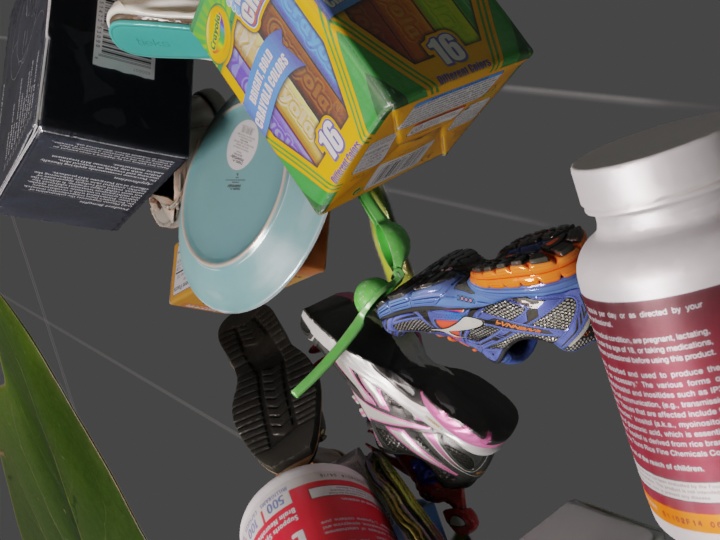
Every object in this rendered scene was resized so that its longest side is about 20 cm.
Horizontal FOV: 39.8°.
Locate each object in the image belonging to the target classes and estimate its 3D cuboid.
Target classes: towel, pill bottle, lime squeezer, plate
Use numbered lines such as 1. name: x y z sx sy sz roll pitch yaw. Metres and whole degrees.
1. towel: 0.072 0.234 0.762 0.200 0.023 0.144 58 173 -29
2. pill bottle: -0.011 0.236 0.691 0.200 0.112 0.112 -124 25 -57
3. lime squeezer: 0.000 0.000 0.739 0.038 0.071 0.200 156 125 -68
4. pill bottle: 0.176 0.029 0.502 0.113 0.113 0.200 -6 108 55
5. plate: -0.093 -0.066 0.782 0.200 0.026 0.201 -18 64 44

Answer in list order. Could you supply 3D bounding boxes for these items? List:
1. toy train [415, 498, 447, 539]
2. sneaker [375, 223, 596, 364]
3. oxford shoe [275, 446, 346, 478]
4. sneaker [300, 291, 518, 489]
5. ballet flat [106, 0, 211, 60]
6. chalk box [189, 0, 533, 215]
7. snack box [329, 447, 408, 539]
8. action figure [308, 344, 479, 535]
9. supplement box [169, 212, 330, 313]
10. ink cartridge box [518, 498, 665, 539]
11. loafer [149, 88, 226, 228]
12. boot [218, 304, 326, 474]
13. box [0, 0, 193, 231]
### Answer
1. toy train: 0.010 0.271 0.924 0.200 0.087 0.114 -19 88 58
2. sneaker: 0.081 0.030 0.671 0.200 0.075 0.079 -13 105 57
3. oxford shoe: -0.049 0.190 0.918 0.071 0.071 0.200 34 169 -15
4. sneaker: 0.022 0.097 0.773 0.200 0.080 0.086 40 127 33
5. ballet flat: -0.087 -0.181 0.733 0.200 0.069 0.070 13 130 8
6. chalk box: -0.016 -0.163 0.622 0.200 0.125 0.124 56 146 9
7. snack box: 0.019 0.248 0.817 0.200 0.072 0.024 60 -177 -7
8. action figure: 0.028 0.140 0.833 0.200 0.052 0.065 45 156 21
9. supplement box: -0.102 -0.013 0.873 0.200 0.066 0.069 -20 62 58
10. ink cartridge box: 0.146 0.282 0.685 0.083 0.145 0.200 12 122 51
11. loafer: -0.178 -0.098 0.939 0.072 0.063 0.200 55 145 11
12. boot: -0.054 0.132 0.869 0.200 0.077 0.138 -111 -4 -55
13. box: -0.228 -0.161 0.842 0.197 0.124 0.200 -26 60 56
